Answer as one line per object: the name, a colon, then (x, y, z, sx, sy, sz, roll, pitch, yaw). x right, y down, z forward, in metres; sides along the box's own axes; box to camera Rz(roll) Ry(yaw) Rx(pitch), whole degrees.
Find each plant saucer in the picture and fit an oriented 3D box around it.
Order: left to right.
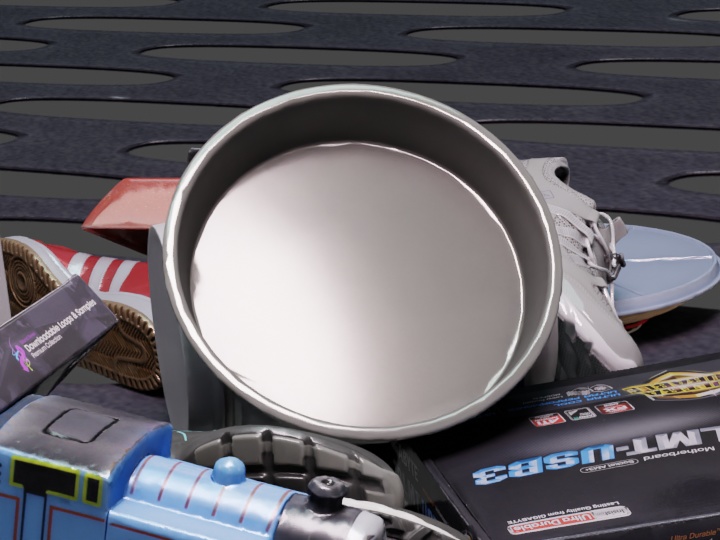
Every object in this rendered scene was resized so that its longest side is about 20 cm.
plant saucer: (-0.062, -0.033, 1.525, 0.198, 0.037, 0.200, 1, -5, 8)

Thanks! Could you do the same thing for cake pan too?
cake pan: (0.000, 0.000, 1.171, 0.199, 0.201, 0.037, -8, -27, -12)

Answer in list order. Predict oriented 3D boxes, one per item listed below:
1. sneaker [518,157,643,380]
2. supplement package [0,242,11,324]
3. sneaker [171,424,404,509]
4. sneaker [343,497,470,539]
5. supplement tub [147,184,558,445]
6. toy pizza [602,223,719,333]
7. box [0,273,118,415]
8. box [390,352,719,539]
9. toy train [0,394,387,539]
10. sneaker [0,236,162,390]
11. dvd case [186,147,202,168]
sneaker: (0.121, -0.008, 1.349, 0.082, 0.075, 0.200, -21, 45, -7)
supplement package: (-0.289, 0.006, 1.386, 0.150, 0.153, 0.200, -9, 17, -12)
sneaker: (-0.073, 0.101, 1.141, 0.199, 0.076, 0.079, 0, 15, 14)
sneaker: (-0.035, 0.128, 1.045, 0.199, 0.074, 0.079, 1, 12, 19)
supplement tub: (-0.007, 0.023, 1.263, 0.199, 0.146, 0.145, -8, 17, -12)
toy pizza: (0.128, 0.010, 1.472, 0.199, 0.032, 0.200, -4, 15, 1)
box: (-0.204, 0.095, 1.053, 0.200, 0.036, 0.143, -46, -1, 25)
box: (0.130, 0.102, 1.132, 0.199, 0.050, 0.199, -8, 16, -10)
toy train: (-0.074, 0.124, 0.952, 0.199, 0.115, 0.087, 13, 21, 16)
sneaker: (-0.140, 0.013, 1.463, 0.112, 0.072, 0.199, -22, 31, -36)
dvd case: (-0.004, -0.059, 1.634, 0.150, 0.025, 0.200, 5, -2, 30)
